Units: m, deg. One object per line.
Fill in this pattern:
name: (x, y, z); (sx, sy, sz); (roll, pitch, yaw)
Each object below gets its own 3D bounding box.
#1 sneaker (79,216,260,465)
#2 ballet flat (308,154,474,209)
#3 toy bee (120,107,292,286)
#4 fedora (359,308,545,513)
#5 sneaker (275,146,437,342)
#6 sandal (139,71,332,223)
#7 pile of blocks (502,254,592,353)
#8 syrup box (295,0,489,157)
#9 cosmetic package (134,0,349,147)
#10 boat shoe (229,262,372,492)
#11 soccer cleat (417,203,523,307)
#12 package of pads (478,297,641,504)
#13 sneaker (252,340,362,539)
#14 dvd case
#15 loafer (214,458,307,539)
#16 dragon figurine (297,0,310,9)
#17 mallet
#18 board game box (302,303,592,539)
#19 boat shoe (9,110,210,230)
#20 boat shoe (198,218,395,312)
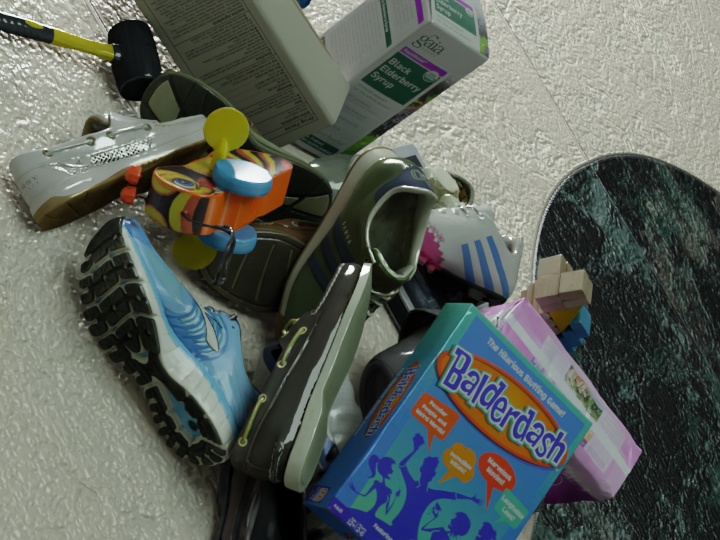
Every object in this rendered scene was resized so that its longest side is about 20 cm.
sneaker: (-0.141, 0.047, 1.433); (0.090, 0.078, 0.200); (-36, 102, -45)
ballet flat: (0.030, -0.080, 1.718); (0.200, 0.064, 0.068); (9, 57, -48)
toy bee: (-0.124, -0.065, 1.450); (0.109, 0.131, 0.200); (20, 1, 5)
fedora: (0.063, 0.134, 1.580); (0.090, 0.177, 0.200); (-23, 93, -25)
sneaker: (0.000, 0.000, 1.537); (0.067, 0.200, 0.090); (22, 5, -36)
sandal: (-0.111, -0.099, 1.608); (0.201, 0.080, 0.057); (36, 13, -31)
pile of blocks: (0.168, 0.048, 1.720); (0.082, 0.200, 0.062); (22, 52, -14)
syrup box: (0.016, -0.187, 1.709); (0.079, 0.200, 0.082); (26, 45, -38)
cosmetic package: (-0.106, -0.205, 1.622); (0.200, 0.103, 0.073); (57, 28, -25)
boat shoe: (-0.042, 0.072, 1.434); (0.060, 0.072, 0.201); (14, 57, 10)
soccer cleat: (0.077, -0.033, 1.716); (0.200, 0.070, 0.086); (30, 79, -44)
package of pads: (0.147, 0.120, 1.678); (0.200, 0.120, 0.076); (51, 55, -19)
sneaker: (-0.017, 0.149, 1.521); (0.115, 0.080, 0.200); (12, 61, -51)
dvd case: (0.051, -0.020, 1.776); (0.150, 0.025, 0.200); (-20, 81, -55)
loafer: (-0.070, 0.208, 1.409); (0.072, 0.063, 0.200); (28, 44, -36)
dragon figurine: (-0.083, -0.261, 1.700); (0.099, 0.200, 0.059); (-23, 57, -27)
mallet: (-0.250, -0.199, 1.539); (0.200, 0.041, 0.066); (20, 47, -36)
board game box: (0.071, 0.149, 1.456); (0.152, 0.045, 0.200); (43, 70, -20)
boat shoe: (-0.192, -0.098, 1.485); (0.200, 0.071, 0.069); (-26, 77, -47)
boat shoe: (-0.062, -0.008, 1.599); (0.200, 0.072, 0.068); (10, 21, -35)
